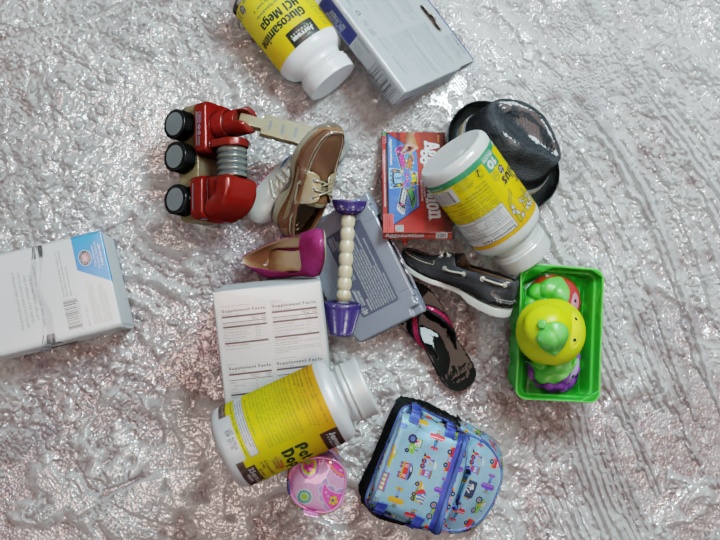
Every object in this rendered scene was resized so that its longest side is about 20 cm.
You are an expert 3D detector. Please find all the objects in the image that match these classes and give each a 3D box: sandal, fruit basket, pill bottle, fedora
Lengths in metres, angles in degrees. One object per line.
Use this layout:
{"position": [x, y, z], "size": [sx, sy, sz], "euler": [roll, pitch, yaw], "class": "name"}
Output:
{"position": [0.114, 0.096, 1.205], "size": [0.075, 0.045, 0.200], "euler": [-35, 87, -6], "class": "sandal"}
{"position": [0.287, 0.089, 1.133], "size": [0.155, 0.216, 0.216], "euler": [5, 83, -11], "class": "fruit basket"}
{"position": [-0.103, -0.370, 1.208], "size": [0.112, 0.112, 0.200], "euler": [-38, 87, -7], "class": "pill bottle"}
{"position": [0.187, -0.093, 1.127], "size": [0.113, 0.113, 0.200], "euler": [-42, 108, -7], "class": "pill bottle"}
{"position": [0.235, -0.194, 1.195], "size": [0.200, 0.092, 0.201], "euler": [7, 67, -16], "class": "fedora"}
{"position": [-0.081, 0.188, 0.997], "size": [0.200, 0.109, 0.109], "euler": [-25, 86, -2], "class": "pill bottle"}

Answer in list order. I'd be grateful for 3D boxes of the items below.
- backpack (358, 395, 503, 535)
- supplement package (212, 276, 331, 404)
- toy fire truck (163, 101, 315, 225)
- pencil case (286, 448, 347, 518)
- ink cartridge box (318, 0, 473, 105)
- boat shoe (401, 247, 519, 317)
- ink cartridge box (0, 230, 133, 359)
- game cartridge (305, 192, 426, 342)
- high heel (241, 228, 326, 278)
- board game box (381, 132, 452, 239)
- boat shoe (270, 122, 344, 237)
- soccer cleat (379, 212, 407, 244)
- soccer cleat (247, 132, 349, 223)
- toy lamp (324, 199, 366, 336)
{"position": [0.117, 0.300, 1.140], "size": [0.200, 0.135, 0.183], "euler": [25, 84, -3], "class": "backpack"}
{"position": [-0.121, 0.116, 1.122], "size": [0.150, 0.152, 0.200], "euler": [-6, 93, -4], "class": "supplement package"}
{"position": [-0.175, -0.163, 1.154], "size": [0.200, 0.129, 0.176], "euler": [-6, 82, 33], "class": "toy fire truck"}
{"position": [-0.065, 0.285, 1.095], "size": [0.087, 0.200, 0.088], "euler": [0, 88, -6], "class": "pencil case"}
{"position": [0.060, -0.372, 1.230], "size": [0.200, 0.043, 0.196], "euler": [-33, 85, -43], "class": "ink cartridge box"}
{"position": [0.146, 0.002, 1.171], "size": [0.200, 0.074, 0.060], "euler": [29, 113, 32], "class": "boat shoe"}
{"position": [-0.458, 0.039, 1.156], "size": [0.200, 0.086, 0.147], "euler": [-14, 84, -4], "class": "ink cartridge box"}
{"position": [0.000, 0.000, 1.188], "size": [0.133, 0.041, 0.200], "euler": [-27, 84, 16], "class": "game cartridge"}
{"position": [-0.110, -0.020, 1.121], "size": [0.096, 0.200, 0.068], "euler": [3, 76, -17], "class": "high heel"}
{"position": [0.084, -0.134, 1.194], "size": [0.103, 0.019, 0.200], "euler": [1, 56, -1], "class": "board game box"}
{"position": [-0.066, -0.123, 1.138], "size": [0.076, 0.200, 0.072], "euler": [-7, 49, -36], "class": "boat shoe"}
{"position": [0.102, -0.097, 1.216], "size": [0.200, 0.069, 0.078], "euler": [-23, 83, -3], "class": "soccer cleat"}
{"position": [-0.100, -0.153, 1.199], "size": [0.200, 0.086, 0.070], "euler": [-42, 88, -6], "class": "soccer cleat"}
{"position": [-0.024, -0.004, 1.150], "size": [0.058, 0.058, 0.200], "euler": [2, 93, -3], "class": "toy lamp"}
